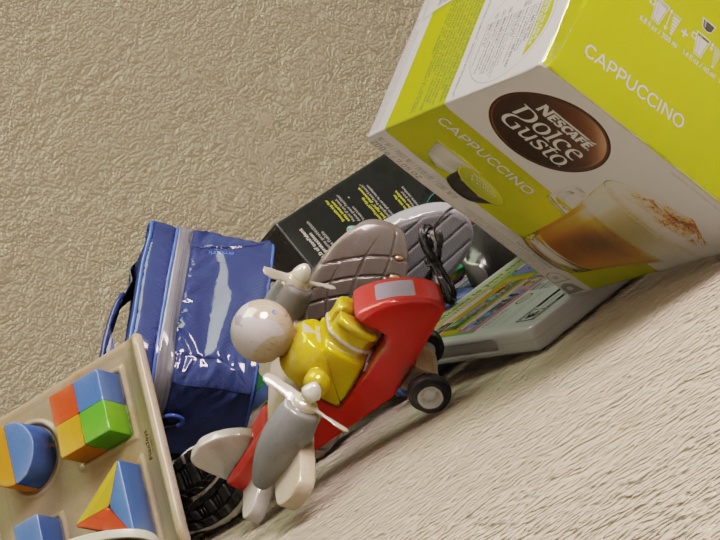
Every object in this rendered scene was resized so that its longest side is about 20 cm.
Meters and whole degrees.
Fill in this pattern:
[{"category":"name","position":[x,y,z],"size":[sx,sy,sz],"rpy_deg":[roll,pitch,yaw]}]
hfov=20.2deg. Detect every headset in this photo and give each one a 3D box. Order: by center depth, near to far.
[{"category":"headset","position":[0.141,-0.042,1.575],"size":[0.199,0.094,0.123],"rpy_deg":[-16,3,-11]}]

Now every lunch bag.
[{"category":"lunch bag","position":[-0.152,0.065,1.709],"size":[0.136,0.132,0.200],"rpy_deg":[105,173,-48]}]

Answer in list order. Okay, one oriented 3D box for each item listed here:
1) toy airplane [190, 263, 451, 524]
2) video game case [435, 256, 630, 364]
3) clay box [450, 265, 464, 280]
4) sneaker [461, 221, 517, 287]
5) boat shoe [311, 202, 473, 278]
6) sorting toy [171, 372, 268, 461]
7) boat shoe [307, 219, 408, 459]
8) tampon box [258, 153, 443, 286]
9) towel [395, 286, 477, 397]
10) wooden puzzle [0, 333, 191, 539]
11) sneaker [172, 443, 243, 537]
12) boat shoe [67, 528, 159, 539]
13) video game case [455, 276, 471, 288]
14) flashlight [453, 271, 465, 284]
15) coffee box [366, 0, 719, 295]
[{"category":"toy airplane","position":[-0.049,0.080,1.436],"size":[0.200,0.141,0.199],"rpy_deg":[-3,47,54]},{"category":"video game case","position":[0.145,0.009,1.513],"size":[0.200,0.022,0.182],"rpy_deg":[-36,12,-30]},{"category":"clay box","position":[0.014,0.024,1.794],"size":[0.200,0.048,0.115],"rpy_deg":[-18,-21,-50]},{"category":"sneaker","position":[0.146,-0.026,1.732],"size":[0.079,0.076,0.200],"rpy_deg":[-25,3,28]},{"category":"boat shoe","position":[0.000,0.000,1.643],"size":[0.200,0.072,0.071],"rpy_deg":[-32,24,11]},{"category":"sorting toy","position":[-0.169,0.162,1.842],"size":[0.200,0.070,0.199],"rpy_deg":[-38,1,39]},{"category":"boat shoe","position":[-0.022,0.051,1.588],"size":[0.200,0.076,0.072],"rpy_deg":[-64,4,2]},{"category":"tampon box","position":[0.000,-0.005,2.048],"size":[0.200,0.150,0.126],"rpy_deg":[-34,-8,-38]},{"category":"towel","position":[0.051,0.057,1.681],"size":[0.112,0.049,0.200],"rpy_deg":[-33,2,-8]},{"category":"wooden puzzle","position":[-0.224,0.168,1.560],"size":[0.200,0.186,0.046],"rpy_deg":[-33,-30,30]},{"category":"sneaker","position":[-0.146,0.185,1.581],"size":[0.200,0.074,0.079],"rpy_deg":[-26,-5,32]},{"category":"boat shoe","position":[-0.234,0.250,1.470],"size":[0.201,0.061,0.072],"rpy_deg":[-24,-40,9]},{"category":"video game case","position":[0.110,0.020,1.928],"size":[0.143,0.019,0.200],"rpy_deg":[-36,5,-36]},{"category":"flashlight","position":[0.094,-0.040,1.883],"size":[0.068,0.068,0.200],"rpy_deg":[7,-37,-29]},{"category":"coffee box","position":[0.162,-0.133,1.334],"size":[0.198,0.199,0.200],"rpy_deg":[-17,43,55]}]
